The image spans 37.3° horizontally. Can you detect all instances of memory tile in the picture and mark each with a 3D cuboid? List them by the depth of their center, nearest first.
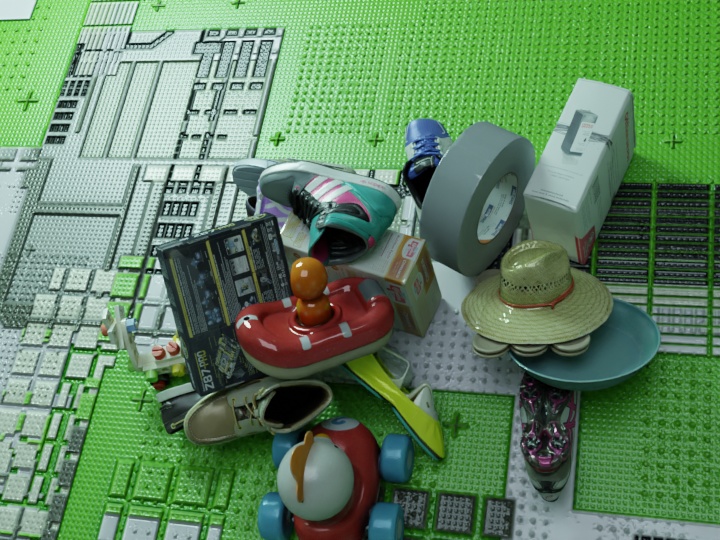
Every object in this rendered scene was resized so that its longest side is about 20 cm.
[{"bbox_3d":[0.220,0.053,1.401,0.151,0.017,0.201,-3,31,9],"label":"memory tile"}]

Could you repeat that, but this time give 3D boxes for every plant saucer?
[{"bbox_3d":[0.282,0.097,1.363,0.196,0.036,0.201,-7,29,4],"label":"plant saucer"}]

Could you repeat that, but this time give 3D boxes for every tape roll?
[{"bbox_3d":[0.160,-0.096,1.445,0.066,0.201,0.201,27,71,27],"label":"tape roll"}]

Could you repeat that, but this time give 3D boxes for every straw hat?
[{"bbox_3d":[0.225,0.009,1.372,0.197,0.086,0.202,-7,30,4],"label":"straw hat"}]

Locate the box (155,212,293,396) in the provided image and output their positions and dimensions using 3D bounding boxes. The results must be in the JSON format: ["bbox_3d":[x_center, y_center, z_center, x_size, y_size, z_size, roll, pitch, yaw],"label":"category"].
[{"bbox_3d":[-0.164,0.043,1.390,0.159,0.203,0.049,-19,15,-21],"label":"box"}]

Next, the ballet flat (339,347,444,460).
[{"bbox_3d":[0.052,0.155,1.377,0.200,0.067,0.067,45,92,3],"label":"ballet flat"}]

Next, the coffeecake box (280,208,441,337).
[{"bbox_3d":[0.000,0.000,1.462,0.197,0.154,0.074,18,65,22],"label":"coffeecake box"}]

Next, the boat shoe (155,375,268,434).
[{"bbox_3d":[-0.179,0.173,1.471,0.198,0.072,0.062,-15,83,0],"label":"boat shoe"}]

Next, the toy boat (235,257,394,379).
[{"bbox_3d":[-0.061,0.044,1.321,0.197,0.132,0.131,-19,32,-11],"label":"toy boat"}]

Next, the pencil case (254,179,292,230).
[{"bbox_3d":[-0.130,-0.026,1.512,0.083,0.085,0.203,13,93,34],"label":"pencil case"}]

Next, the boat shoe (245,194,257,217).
[{"bbox_3d":[-0.083,-0.072,1.576,0.197,0.065,0.073,13,66,21],"label":"boat shoe"}]

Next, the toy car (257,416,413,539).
[{"bbox_3d":[-0.045,0.246,1.315,0.181,0.201,0.179,3,63,16],"label":"toy car"}]

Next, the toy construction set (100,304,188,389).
[{"bbox_3d":[-0.267,0.104,1.491,0.197,0.132,0.093,1,62,16],"label":"toy construction set"}]

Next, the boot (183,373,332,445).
[{"bbox_3d":[-0.133,0.179,1.362,0.197,0.155,0.073,-18,92,-7],"label":"boot"}]

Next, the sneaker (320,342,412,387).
[{"bbox_3d":[-0.019,0.117,1.462,0.198,0.076,0.081,29,96,22],"label":"sneaker"}]

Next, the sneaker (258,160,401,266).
[{"bbox_3d":[-0.057,-0.067,1.379,0.197,0.084,0.122,11,52,18],"label":"sneaker"}]

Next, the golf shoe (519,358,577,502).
[{"bbox_3d":[0.235,0.195,1.342,0.071,0.093,0.201,1,39,16],"label":"golf shoe"}]

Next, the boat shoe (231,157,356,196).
[{"bbox_3d":[-0.099,-0.137,1.624,0.197,0.073,0.062,13,41,17],"label":"boat shoe"}]

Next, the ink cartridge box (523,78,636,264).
[{"bbox_3d":[0.304,-0.136,1.460,0.084,0.146,0.202,20,69,25],"label":"ink cartridge box"}]

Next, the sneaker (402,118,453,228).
[{"bbox_3d":[0.104,-0.149,1.539,0.079,0.116,0.202,-10,60,8],"label":"sneaker"}]
